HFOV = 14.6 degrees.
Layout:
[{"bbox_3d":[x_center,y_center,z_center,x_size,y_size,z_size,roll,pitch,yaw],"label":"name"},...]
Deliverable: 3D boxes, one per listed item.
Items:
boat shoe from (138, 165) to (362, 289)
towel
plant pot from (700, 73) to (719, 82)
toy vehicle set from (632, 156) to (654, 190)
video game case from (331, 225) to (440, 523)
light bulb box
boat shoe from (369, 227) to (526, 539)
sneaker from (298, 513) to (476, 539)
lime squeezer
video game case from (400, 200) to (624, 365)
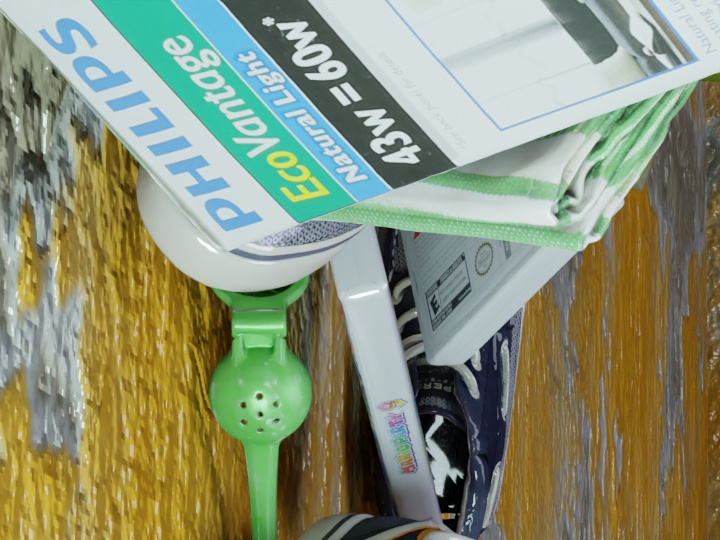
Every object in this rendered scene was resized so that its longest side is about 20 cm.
[{"bbox_3d":[0.010,-0.070,0.917,0.093,0.075,0.200,-47,177,42],"label":"boat shoe"},{"bbox_3d":[0.064,-0.092,0.825,0.023,0.152,0.200,46,67,-30],"label":"towel"},{"bbox_3d":[0.096,-0.192,1.296,0.200,0.180,0.200,22,67,-77],"label":"plant pot"},{"bbox_3d":[0.063,-0.082,1.259,0.200,0.124,0.027,30,80,-76],"label":"toy vehicle set"},{"bbox_3d":[0.000,0.000,1.065,0.200,0.018,0.144,76,1,-58],"label":"video game case"},{"bbox_3d":[0.024,-0.137,0.785,0.125,0.199,0.199,48,41,-29],"label":"light bulb box"},{"bbox_3d":[0.039,0.030,1.248,0.093,0.074,0.201,-52,141,-83],"label":"boat shoe"},{"bbox_3d":[-0.005,0.139,0.957,0.200,0.079,0.079,-48,132,-57],"label":"sneaker"},{"bbox_3d":[-0.032,0.021,1.004,0.071,0.038,0.201,22,65,-74],"label":"lime squeezer"},{"bbox_3d":[0.043,-0.083,1.082,0.143,0.018,0.201,131,-47,-55],"label":"video game case"}]
